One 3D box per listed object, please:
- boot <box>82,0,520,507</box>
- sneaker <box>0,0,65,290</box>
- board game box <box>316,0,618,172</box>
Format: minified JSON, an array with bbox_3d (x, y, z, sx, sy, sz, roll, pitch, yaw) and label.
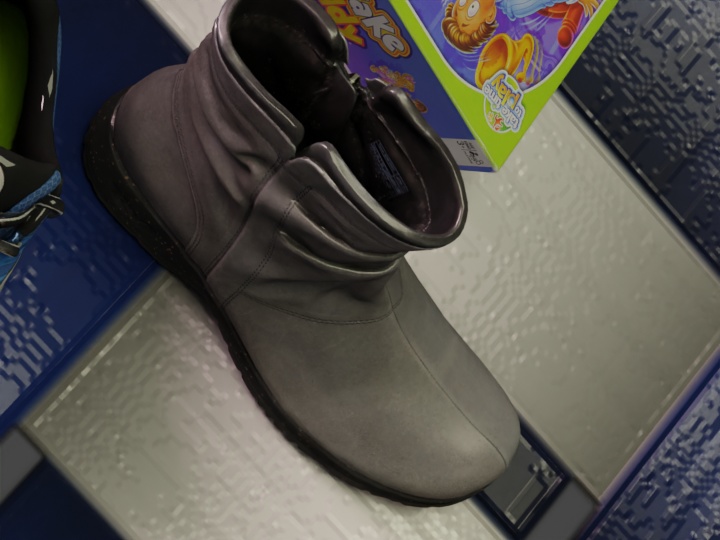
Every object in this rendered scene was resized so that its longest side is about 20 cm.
[{"bbox_3d":[0.000,0.000,0.962,0.200,0.132,0.070,42,62,-14],"label":"boot"},{"bbox_3d":[-0.144,-0.012,0.910,0.078,0.089,0.200,21,70,-22],"label":"sneaker"},{"bbox_3d":[0.022,-0.152,1.016,0.135,0.045,0.200,-55,129,-27],"label":"board game box"}]
